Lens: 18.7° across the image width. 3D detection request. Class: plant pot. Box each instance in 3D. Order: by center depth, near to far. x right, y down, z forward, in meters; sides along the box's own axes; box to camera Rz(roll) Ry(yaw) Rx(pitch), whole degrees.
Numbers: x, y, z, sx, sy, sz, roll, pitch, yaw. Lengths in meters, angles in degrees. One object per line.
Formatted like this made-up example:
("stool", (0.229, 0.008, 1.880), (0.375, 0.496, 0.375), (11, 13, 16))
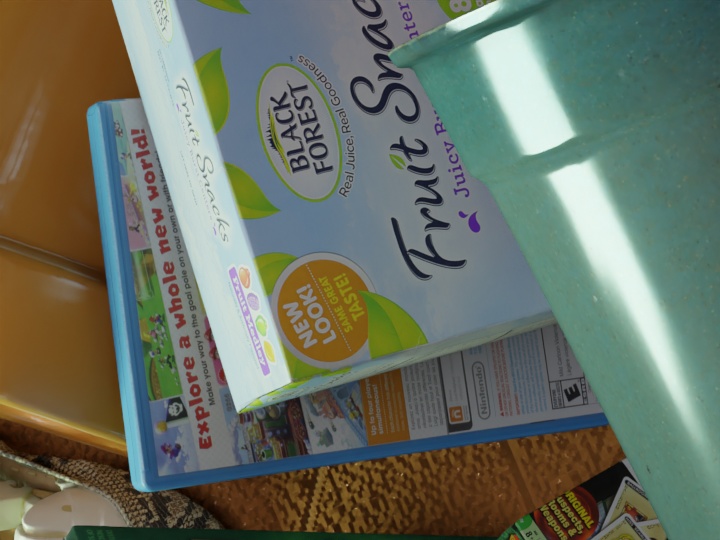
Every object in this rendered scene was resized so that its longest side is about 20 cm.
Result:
("plant pot", (0.136, -0.019, 0.710), (0.199, 0.200, 0.198), (-21, 93, 26))
("plant pot", (-0.125, -0.032, 0.903), (0.199, 0.200, 0.185), (13, 81, 27))

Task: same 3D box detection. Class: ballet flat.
("ballet flat", (-0.154, 0.110, 0.971), (0.199, 0.075, 0.068), (18, 98, 26))

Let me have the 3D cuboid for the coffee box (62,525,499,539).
("coffee box", (-0.005, 0.149, 0.809), (0.123, 0.198, 0.044), (-121, 41, -52))

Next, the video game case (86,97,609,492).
("video game case", (0.000, 0.000, 0.840), (0.018, 0.198, 0.145), (166, 97, -66))

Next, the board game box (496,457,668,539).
("board game box", (0.147, 0.156, 0.804), (0.201, 0.104, 0.023), (54, 144, 16))

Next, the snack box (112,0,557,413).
("snack box", (0.027, -0.055, 0.809), (0.068, 0.199, 0.170), (-34, 73, 66))
